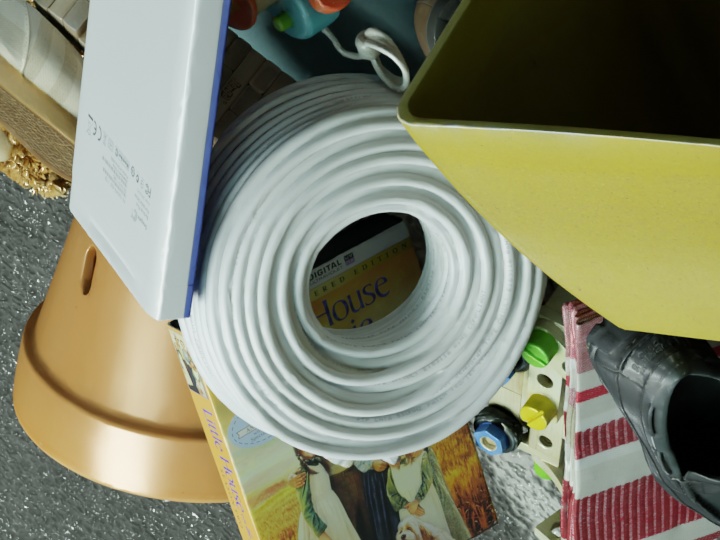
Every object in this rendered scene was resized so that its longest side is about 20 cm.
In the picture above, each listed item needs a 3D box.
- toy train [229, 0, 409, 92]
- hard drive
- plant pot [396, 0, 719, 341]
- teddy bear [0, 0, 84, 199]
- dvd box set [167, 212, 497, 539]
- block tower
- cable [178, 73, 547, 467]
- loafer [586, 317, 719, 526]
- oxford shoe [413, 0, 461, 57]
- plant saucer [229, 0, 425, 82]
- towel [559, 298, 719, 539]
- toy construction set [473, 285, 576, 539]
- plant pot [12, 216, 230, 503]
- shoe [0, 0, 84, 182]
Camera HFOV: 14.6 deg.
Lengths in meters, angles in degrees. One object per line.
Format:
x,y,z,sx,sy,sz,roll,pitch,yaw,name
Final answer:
-0.040,-0.169,1.391,0.150,0.056,0.200,39,155,38,toy train
-0.107,-0.094,1.418,0.132,0.025,0.201,48,136,51,hard drive
0.170,-0.074,1.300,0.199,0.200,0.177,6,142,36,plant pot
-0.183,-0.118,1.637,0.200,0.067,0.145,-25,106,49,teddy bear
-0.012,0.086,1.559,0.029,0.146,0.201,24,136,57,dvd box set
-0.082,-0.101,1.521,0.200,0.054,0.058,38,173,3,block tower
0.000,0.000,1.468,0.200,0.200,0.069,32,-175,-27,cable
0.177,0.086,1.426,0.070,0.068,0.201,49,180,44,loafer
0.105,-0.082,1.442,0.200,0.073,0.084,45,177,-21,oxford shoe
-0.030,-0.149,1.511,0.200,0.027,0.201,22,137,22,plant saucer
0.172,0.073,1.480,0.023,0.144,0.200,-122,21,-44,towel
0.127,0.080,1.557,0.131,0.092,0.201,24,128,19,toy construction set
-0.096,0.020,1.612,0.200,0.200,0.140,21,121,23,plant pot
-0.198,-0.123,1.523,0.070,0.053,0.200,6,150,47,shoe
